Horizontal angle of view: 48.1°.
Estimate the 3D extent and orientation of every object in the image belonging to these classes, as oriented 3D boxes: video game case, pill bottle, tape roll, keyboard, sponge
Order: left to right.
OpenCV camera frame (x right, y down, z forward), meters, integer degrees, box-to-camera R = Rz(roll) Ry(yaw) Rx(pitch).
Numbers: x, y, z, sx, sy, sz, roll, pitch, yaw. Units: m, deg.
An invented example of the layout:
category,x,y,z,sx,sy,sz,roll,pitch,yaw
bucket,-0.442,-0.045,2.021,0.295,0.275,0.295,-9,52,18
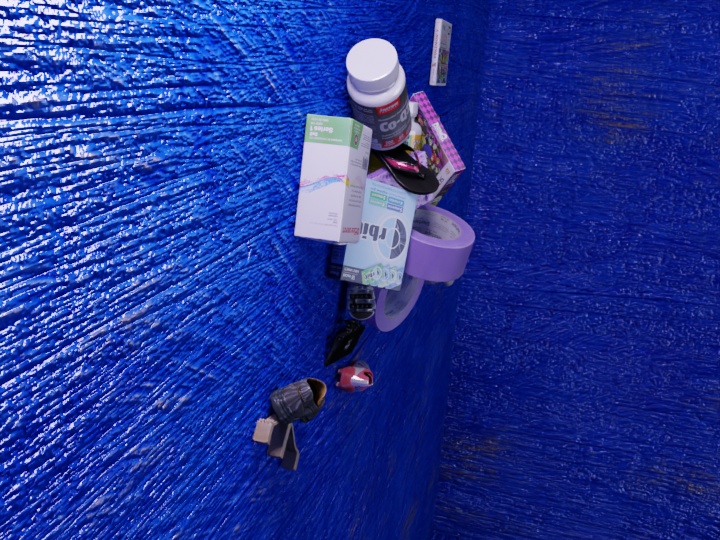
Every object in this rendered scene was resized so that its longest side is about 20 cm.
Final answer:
category,x,y,z,sx,sy,sz,roll,pitch,yaw
keyboard,-0.036,0.140,1.715,0.105,0.039,0.200,-61,170,8
pill bottle,0.035,-0.331,1.529,0.201,0.111,0.116,72,30,-62
tape roll,0.070,0.035,1.844,0.200,0.065,0.203,-40,144,-37
sponge,0.064,-0.161,1.671,0.198,0.030,0.113,-31,123,-29
pill bottle,0.075,-0.263,1.743,0.113,0.110,0.204,-37,134,-71
video game case,0.142,-0.263,1.801,0.203,0.035,0.182,64,-27,14
tape roll,0.144,-0.065,1.754,0.200,0.197,0.086,-56,165,-60
video game case,0.238,-0.643,2.391,0.200,0.022,0.186,-41,137,-72

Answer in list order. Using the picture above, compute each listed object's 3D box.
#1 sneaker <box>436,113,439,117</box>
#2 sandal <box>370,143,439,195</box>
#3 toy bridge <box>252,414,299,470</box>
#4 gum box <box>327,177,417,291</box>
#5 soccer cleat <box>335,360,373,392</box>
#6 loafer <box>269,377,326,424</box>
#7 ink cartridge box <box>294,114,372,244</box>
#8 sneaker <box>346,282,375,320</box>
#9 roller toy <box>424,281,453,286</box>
category,x,y,z,sx,sy,sz,roll,pitch,yaw
sneaker,0.193,-0.346,2.271,0.083,0.069,0.203,75,28,-52
sandal,0.079,-0.228,1.625,0.075,0.200,0.045,-44,174,-35
toy bridge,-0.136,0.282,1.362,0.201,0.027,0.068,69,31,-62
gum box,0.026,-0.071,1.602,0.168,0.044,0.204,11,89,-43
soccer cleat,0.002,0.241,1.806,0.200,0.075,0.068,15,84,-76
loafer,-0.088,0.219,1.387,0.074,0.071,0.200,63,10,6
ink cartridge box,-0.044,-0.151,1.368,0.145,0.082,0.205,-10,107,-76
sneaker,0.000,0.000,1.702,0.081,0.073,0.205,-173,-90,-84
roller toy,0.245,-0.049,2.514,0.202,0.137,0.185,-68,161,-47
